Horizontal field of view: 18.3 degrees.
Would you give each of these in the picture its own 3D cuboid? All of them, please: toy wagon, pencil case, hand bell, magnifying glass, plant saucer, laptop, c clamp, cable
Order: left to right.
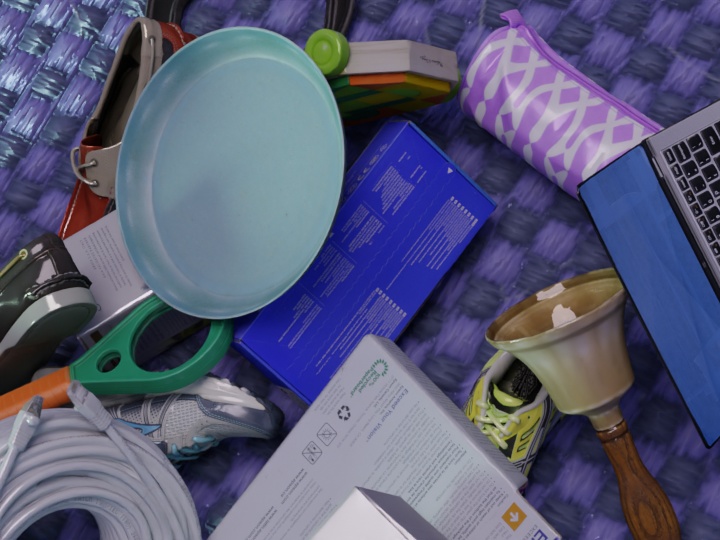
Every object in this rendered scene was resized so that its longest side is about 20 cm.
[{"bbox_3d":[-0.203,0.192,1.495,0.200,0.200,0.069,-52,30,-11],"label":"cable"},{"bbox_3d":[-0.180,0.070,1.561,0.199,0.022,0.080,-22,46,8],"label":"magnifying glass"},{"bbox_3d":[-0.098,-0.175,1.732,0.198,0.027,0.172,-8,59,12],"label":"c clamp"},{"bbox_3d":[-0.085,-0.066,1.538,0.199,0.027,0.202,-5,82,35],"label":"plant saucer"},{"bbox_3d":[-0.028,-0.131,1.618,0.199,0.155,0.040,-12,80,34],"label":"toy wagon"},{"bbox_3d":[0.162,-0.097,1.591,0.200,0.086,0.084,36,36,24],"label":"pencil case"},{"bbox_3d":[0.168,0.110,1.467,0.104,0.104,0.201,-25,102,2],"label":"hand bell"},{"bbox_3d":[0.260,-0.016,1.469,0.199,0.116,0.188,-28,93,-3],"label":"laptop"}]

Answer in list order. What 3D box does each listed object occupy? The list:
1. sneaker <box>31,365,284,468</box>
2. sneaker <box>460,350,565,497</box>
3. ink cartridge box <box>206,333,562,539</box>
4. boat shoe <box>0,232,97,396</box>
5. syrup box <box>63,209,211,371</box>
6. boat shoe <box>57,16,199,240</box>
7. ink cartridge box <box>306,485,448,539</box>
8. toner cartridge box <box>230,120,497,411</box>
[{"bbox_3d":[-0.146,0.120,1.586,0.199,0.078,0.087,-1,71,24],"label":"sneaker"},{"bbox_3d":[0.085,0.117,1.519,0.075,0.076,0.201,21,75,20],"label":"sneaker"},{"bbox_3d":[0.016,0.181,1.490,0.200,0.043,0.197,46,106,25],"label":"ink cartridge box"},{"bbox_3d":[-0.254,0.042,1.595,0.201,0.071,0.061,-38,68,43],"label":"boat shoe"},{"bbox_3d":[-0.124,-0.014,1.629,0.199,0.082,0.079,-31,60,-1],"label":"syrup box"},{"bbox_3d":[-0.180,-0.092,1.655,0.071,0.062,0.201,37,105,41],"label":"boat shoe"},{"bbox_3d":[-0.026,0.234,1.371,0.086,0.146,0.200,41,91,15],"label":"ink cartridge box"},{"bbox_3d":[0.000,0.000,1.585,0.200,0.095,0.043,-52,20,-12],"label":"toner cartridge box"}]
